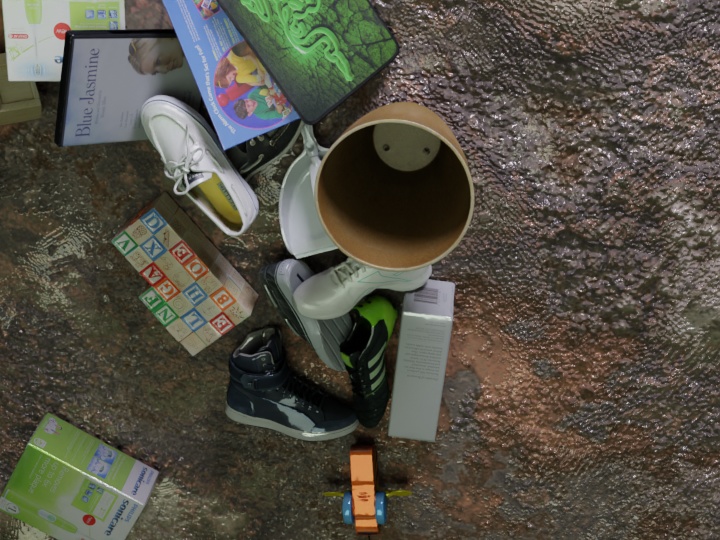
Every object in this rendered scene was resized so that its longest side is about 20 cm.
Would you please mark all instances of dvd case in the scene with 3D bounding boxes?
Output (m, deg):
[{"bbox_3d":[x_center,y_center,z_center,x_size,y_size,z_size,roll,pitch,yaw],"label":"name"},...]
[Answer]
[{"bbox_3d":[-0.278,-0.227,1.352,0.018,0.198,0.144,39,126,38],"label":"dvd case"}]

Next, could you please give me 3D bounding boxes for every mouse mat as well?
[{"bbox_3d":[-0.061,-0.298,1.315,0.161,0.008,0.201,-41,105,-13],"label":"mouse mat"}]

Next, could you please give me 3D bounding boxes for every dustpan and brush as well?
[{"bbox_3d":[-0.054,-0.129,1.422,0.138,0.057,0.203,-14,85,13],"label":"dustpan and brush"}]

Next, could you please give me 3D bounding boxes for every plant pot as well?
[{"bbox_3d":[0.048,-0.128,1.332,0.183,0.201,0.189,3,118,5],"label":"plant pot"}]

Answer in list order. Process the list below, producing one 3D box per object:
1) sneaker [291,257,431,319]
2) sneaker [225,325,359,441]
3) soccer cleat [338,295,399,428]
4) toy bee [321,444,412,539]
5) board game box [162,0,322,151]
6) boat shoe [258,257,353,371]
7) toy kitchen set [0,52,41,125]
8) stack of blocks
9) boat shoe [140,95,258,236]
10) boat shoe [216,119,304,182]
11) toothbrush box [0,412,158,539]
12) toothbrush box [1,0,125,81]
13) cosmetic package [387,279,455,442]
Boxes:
[{"bbox_3d":[0.000,0.000,1.440,0.198,0.071,0.081,-21,146,-12],"label":"sneaker"},{"bbox_3d":[-0.096,0.161,1.568,0.199,0.077,0.148,9,120,4],"label":"sneaker"},{"bbox_3d":[0.004,0.131,1.528,0.067,0.080,0.203,26,119,43],"label":"soccer cleat"},{"bbox_3d":[0.003,0.357,1.654,0.129,0.109,0.203,19,93,7],"label":"toy bee"},{"bbox_3d":[-0.144,-0.266,1.333,0.133,0.045,0.202,-22,101,-1],"label":"board game box"},{"bbox_3d":[-0.072,0.058,1.522,0.070,0.072,0.201,3,134,41],"label":"boat shoe"},{"bbox_3d":[-0.540,-0.237,1.441,0.197,0.180,0.165,-14,77,-21],"label":"toy kitchen set"},{"bbox_3d":[-0.252,0.006,1.520,0.115,0.059,0.201,-33,108,22],"label":"stack of blocks"},{"bbox_3d":[-0.206,-0.122,1.356,0.074,0.086,0.203,-29,109,19],"label":"boat shoe"},{"bbox_3d":[-0.149,-0.165,1.409,0.199,0.060,0.074,-37,76,25],"label":"boat shoe"},{"bbox_3d":[-0.436,0.338,1.692,0.198,0.086,0.146,30,117,-9],"label":"toothbrush box"},{"bbox_3d":[-0.358,-0.338,1.324,0.143,0.086,0.202,-2,120,-13],"label":"toothbrush box"},{"bbox_3d":[0.084,0.123,1.511,0.070,0.102,0.202,8,118,3],"label":"cosmetic package"}]
